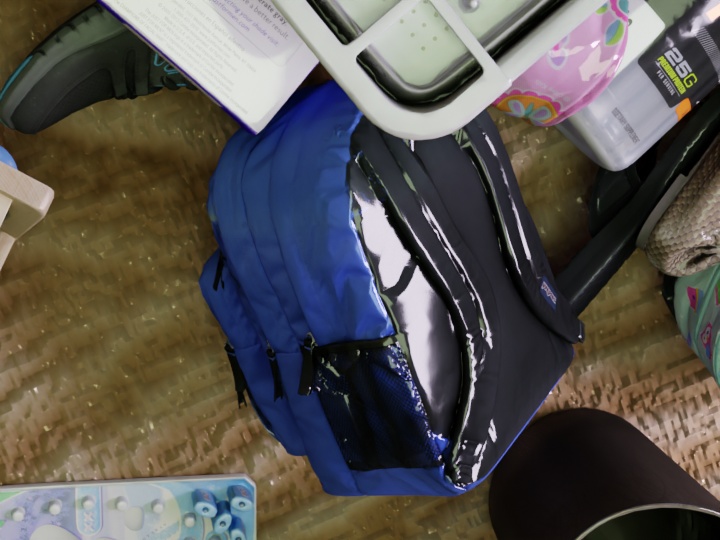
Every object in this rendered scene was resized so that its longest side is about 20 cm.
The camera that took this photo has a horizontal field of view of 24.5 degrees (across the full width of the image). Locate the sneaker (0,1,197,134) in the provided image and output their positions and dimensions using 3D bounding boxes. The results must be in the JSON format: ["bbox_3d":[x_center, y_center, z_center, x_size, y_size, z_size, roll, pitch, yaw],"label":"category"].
[{"bbox_3d":[-0.097,-0.119,0.872,0.199,0.073,0.082,-31,104,0],"label":"sneaker"}]

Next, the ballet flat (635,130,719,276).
[{"bbox_3d":[0.221,-0.078,0.888,0.046,0.067,0.201,39,106,19],"label":"ballet flat"}]

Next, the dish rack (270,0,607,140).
[{"bbox_3d":[0.042,-0.173,0.675,0.200,0.044,0.172,-39,97,6],"label":"dish rack"}]

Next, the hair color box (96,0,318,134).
[{"bbox_3d":[-0.033,-0.181,0.811,0.109,0.065,0.200,40,92,-19],"label":"hair color box"}]

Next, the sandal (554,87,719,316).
[{"bbox_3d":[0.151,-0.046,0.943,0.048,0.075,0.201,42,99,14],"label":"sandal"}]

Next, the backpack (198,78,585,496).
[{"bbox_3d":[0.000,0.000,0.871,0.166,0.163,0.202,-6,116,31],"label":"backpack"}]

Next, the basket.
[{"bbox_3d":[0.148,0.164,0.931,0.136,0.200,0.180,-44,109,4],"label":"basket"}]

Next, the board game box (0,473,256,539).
[{"bbox_3d":[-0.159,0.224,0.987,0.198,0.026,0.202,-2,106,-10],"label":"board game box"}]

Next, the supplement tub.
[{"bbox_3d":[0.168,-0.161,0.883,0.200,0.123,0.123,-43,108,4],"label":"supplement tub"}]

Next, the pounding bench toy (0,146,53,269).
[{"bbox_3d":[-0.263,0.004,0.862,0.124,0.200,0.157,29,68,-19],"label":"pounding bench toy"}]

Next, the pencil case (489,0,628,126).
[{"bbox_3d":[0.033,-0.145,0.763,0.199,0.087,0.088,29,99,-19],"label":"pencil case"}]

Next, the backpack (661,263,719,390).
[{"bbox_3d":[0.270,-0.007,0.939,0.167,0.127,0.200,37,101,-27],"label":"backpack"}]
